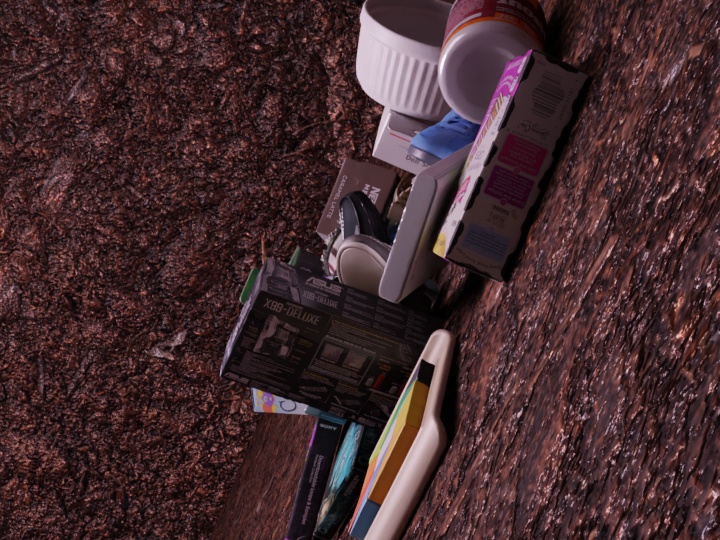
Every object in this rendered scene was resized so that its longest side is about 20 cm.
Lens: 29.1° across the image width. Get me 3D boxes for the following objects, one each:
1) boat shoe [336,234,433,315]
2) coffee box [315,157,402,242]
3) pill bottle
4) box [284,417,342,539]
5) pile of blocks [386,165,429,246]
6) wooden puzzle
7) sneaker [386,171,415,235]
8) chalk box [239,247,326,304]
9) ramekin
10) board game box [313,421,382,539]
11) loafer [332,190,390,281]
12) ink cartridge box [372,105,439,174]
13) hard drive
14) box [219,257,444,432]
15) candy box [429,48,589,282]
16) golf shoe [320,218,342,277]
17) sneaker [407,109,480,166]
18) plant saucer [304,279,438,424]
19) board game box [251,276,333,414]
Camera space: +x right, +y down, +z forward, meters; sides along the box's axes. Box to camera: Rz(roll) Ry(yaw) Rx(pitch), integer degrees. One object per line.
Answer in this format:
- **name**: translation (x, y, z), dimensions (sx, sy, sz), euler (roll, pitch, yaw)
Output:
- **boat shoe**: translation (0.027, 0.010, 1.446), dimensions (0.200, 0.066, 0.057), euler (57, -139, -50)
- **coffee box**: translation (0.015, -0.067, 1.930), dimensions (0.200, 0.079, 0.115), euler (46, -116, -72)
- **pill bottle**: translation (0.145, -0.246, 1.499), dimensions (0.200, 0.112, 0.113), euler (-77, 11, -59)
- **box**: translation (-0.054, 0.247, 1.727), dimensions (0.143, 0.036, 0.201), euler (-75, -2, -74)
- **pile of blocks**: translation (0.068, -0.056, 1.663), dimensions (0.062, 0.082, 0.201), euler (-77, 10, -61)
- **wooden puzzle**: translation (0.035, 0.168, 1.297), dimensions (0.200, 0.037, 0.186), euler (-80, 13, -66)
- **sneaker**: translation (0.055, -0.045, 1.818), dimensions (0.090, 0.067, 0.201), euler (-57, 13, 35)
- **chalk box**: translation (-0.071, 0.064, 1.931), dimensions (0.124, 0.199, 0.125), euler (120, 172, -56)
- **ramekin**: translation (0.088, -0.276, 1.816), dimensions (0.200, 0.199, 0.106), euler (-77, 2, -61)
- **board game box**: translation (-0.001, 0.196, 1.603), dimensions (0.201, 0.028, 0.136), euler (-73, 7, -49)
- **loafer**: translation (0.000, 0.000, 1.624), dimensions (0.068, 0.070, 0.202), euler (130, 132, -60)
- **ink cartridge box**: translation (0.083, -0.179, 1.836), dimensions (0.200, 0.116, 0.068), euler (-76, 9, -62)
- **hard drive**: translation (0.083, -0.055, 1.400), dimensions (0.200, 0.027, 0.133), euler (-33, -36, -62)
- **box**: translation (-0.032, 0.082, 1.454), dimensions (0.158, 0.199, 0.050), euler (117, 169, -46)
- **candy box**: translation (0.132, -0.096, 1.277), dimensions (0.136, 0.061, 0.201), euler (-133, 65, -85)
- **golf shoe**: translation (-0.009, 0.001, 1.795), dimensions (0.077, 0.088, 0.201), euler (-46, -21, -53)
- **sneaker**: translation (0.108, -0.153, 1.506), dimensions (0.079, 0.066, 0.200), euler (-65, -15, 20)
- **plant saucer**: translation (0.016, 0.089, 1.554), dimensions (0.200, 0.019, 0.070), euler (-54, -35, 7)
- **board game box**: translation (-0.049, 0.088, 1.686), dimensions (0.200, 0.102, 0.106), euler (-43, -50, -61)
